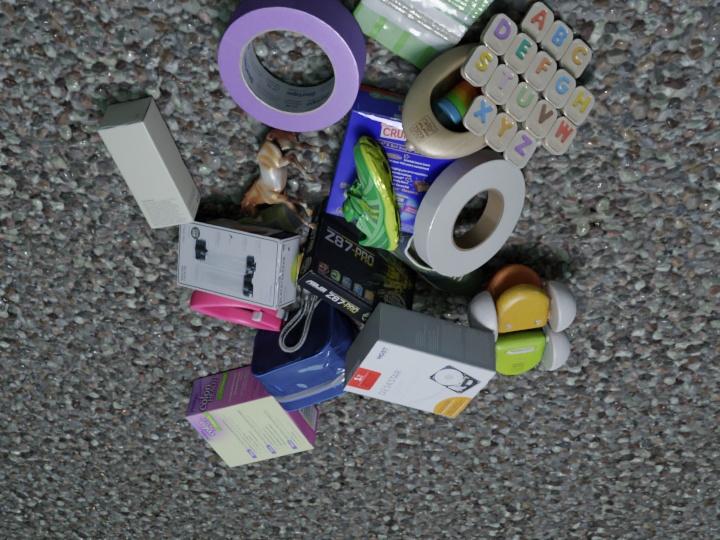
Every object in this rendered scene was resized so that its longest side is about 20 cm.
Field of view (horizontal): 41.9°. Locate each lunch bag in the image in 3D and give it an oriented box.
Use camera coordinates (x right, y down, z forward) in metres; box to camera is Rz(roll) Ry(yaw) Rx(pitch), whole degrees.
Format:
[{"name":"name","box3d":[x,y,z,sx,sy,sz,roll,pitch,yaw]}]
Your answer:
[{"name":"lunch bag","box3d":[-0.083,0.158,1.695,0.199,0.137,0.133,-20,129,22]}]

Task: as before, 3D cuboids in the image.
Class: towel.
[{"name":"towel","box3d":[0.092,-0.370,1.249,0.148,0.031,0.200,29,132,-17]}]

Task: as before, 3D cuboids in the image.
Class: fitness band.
[{"name":"fitness band","box3d":[-0.209,0.071,1.624,0.142,0.038,0.200,6,169,21]}]

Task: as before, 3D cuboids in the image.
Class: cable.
[{"name":"cable","box3d":[-0.087,0.044,1.607,0.096,0.050,0.202,6,113,-16]}]

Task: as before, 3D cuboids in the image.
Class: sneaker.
[{"name":"sneaker","box3d":[0.130,-0.012,1.528,0.199,0.090,0.068,30,85,-21]},{"name":"sneaker","box3d":[0.010,-0.103,1.372,0.083,0.074,0.201,-5,133,8]}]

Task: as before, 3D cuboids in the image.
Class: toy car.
[{"name":"toy car","box3d":[0.257,0.078,1.573,0.173,0.151,0.201,-8,130,-6]}]

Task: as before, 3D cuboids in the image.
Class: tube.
[{"name":"tube","box3d":[-0.191,-0.058,1.560,0.199,0.058,0.052,-24,135,25]}]

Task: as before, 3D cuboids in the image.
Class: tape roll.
[{"name":"tape roll","box3d":[-0.094,-0.291,1.301,0.198,0.066,0.201,7,136,7]},{"name":"tape roll","box3d":[0.166,-0.084,1.421,0.202,0.037,0.204,-26,135,-28]}]

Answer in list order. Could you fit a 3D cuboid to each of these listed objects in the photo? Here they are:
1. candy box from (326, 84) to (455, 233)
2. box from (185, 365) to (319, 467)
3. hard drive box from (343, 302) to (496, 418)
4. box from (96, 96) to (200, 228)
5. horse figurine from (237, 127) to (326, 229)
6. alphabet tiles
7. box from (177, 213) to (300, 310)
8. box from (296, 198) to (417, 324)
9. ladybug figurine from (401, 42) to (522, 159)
[{"name":"candy box","box3d":[0.051,-0.163,1.414,0.167,0.077,0.201,14,135,-5]},{"name":"box","box3d":[-0.210,0.284,1.858,0.198,0.097,0.176,-17,130,20]},{"name":"hard drive box","box3d":[0.092,0.145,1.485,0.198,0.077,0.156,16,140,-13]},{"name":"box","box3d":[-0.324,-0.164,1.460,0.081,0.069,0.201,-7,132,13]},{"name":"horse figurine","box3d":[-0.121,-0.147,1.444,0.132,0.050,0.201,27,132,22]},{"name":"alphabet tiles","box3d":[0.229,-0.248,1.268,0.199,0.015,0.197,34,87,-25]},{"name":"box","box3d":[-0.198,-0.016,1.511,0.198,0.060,0.118,12,105,27]},{"name":"box","box3d":[0.000,0.000,1.516,0.199,0.162,0.049,32,134,-22]},{"name":"ladybug figurine","box3d":[0.136,-0.228,1.296,0.199,0.072,0.136,-36,90,-11]}]
